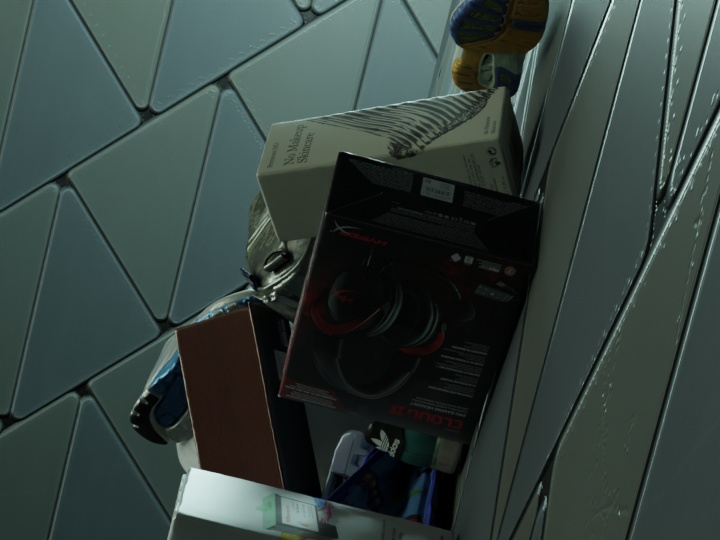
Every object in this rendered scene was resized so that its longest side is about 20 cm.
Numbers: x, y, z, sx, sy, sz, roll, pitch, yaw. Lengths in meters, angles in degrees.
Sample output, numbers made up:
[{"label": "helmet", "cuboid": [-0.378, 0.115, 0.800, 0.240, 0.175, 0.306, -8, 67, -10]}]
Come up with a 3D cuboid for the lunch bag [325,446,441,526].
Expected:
[{"label": "lunch bag", "cuboid": [0.024, 0.209, 1.532, 0.200, 0.094, 0.151, -55, -21, -56]}]

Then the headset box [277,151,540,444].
[{"label": "headset box", "cuboid": [0.030, 0.030, 1.397, 0.075, 0.148, 0.201, -78, 3, -50]}]

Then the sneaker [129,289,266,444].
[{"label": "sneaker", "cuboid": [-0.140, 0.067, 1.763, 0.200, 0.075, 0.087, -42, 26, 33]}]

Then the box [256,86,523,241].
[{"label": "box", "cuboid": [0.025, -0.083, 1.546, 0.082, 0.199, 0.069, -79, -23, -53]}]

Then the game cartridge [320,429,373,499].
[{"label": "game cartridge", "cuboid": [-0.001, 0.241, 1.643, 0.133, 0.041, 0.201, 27, -104, -57]}]

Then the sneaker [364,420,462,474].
[{"label": "sneaker", "cuboid": [0.051, 0.066, 1.529, 0.201, 0.079, 0.072, -78, 2, -46]}]

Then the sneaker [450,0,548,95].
[{"label": "sneaker", "cuboid": [0.115, -0.220, 1.630, 0.200, 0.075, 0.089, 112, 173, -72]}]

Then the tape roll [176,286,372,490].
[{"label": "tape roll", "cuboid": [-0.058, 0.122, 1.796, 0.203, 0.139, 0.203, -41, 33, 34]}]

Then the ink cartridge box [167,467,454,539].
[{"label": "ink cartridge box", "cuboid": [-0.046, 0.239, 1.374, 0.084, 0.199, 0.146, -80, 4, -72]}]

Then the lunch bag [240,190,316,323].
[{"label": "lunch bag", "cuboid": [0.000, 0.000, 1.675, 0.139, 0.200, 0.168, -46, 26, 24]}]

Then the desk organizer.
[{"label": "desk organizer", "cuboid": [-0.091, 0.136, 1.643, 0.072, 0.077, 0.201, 19, -123, -65]}]
